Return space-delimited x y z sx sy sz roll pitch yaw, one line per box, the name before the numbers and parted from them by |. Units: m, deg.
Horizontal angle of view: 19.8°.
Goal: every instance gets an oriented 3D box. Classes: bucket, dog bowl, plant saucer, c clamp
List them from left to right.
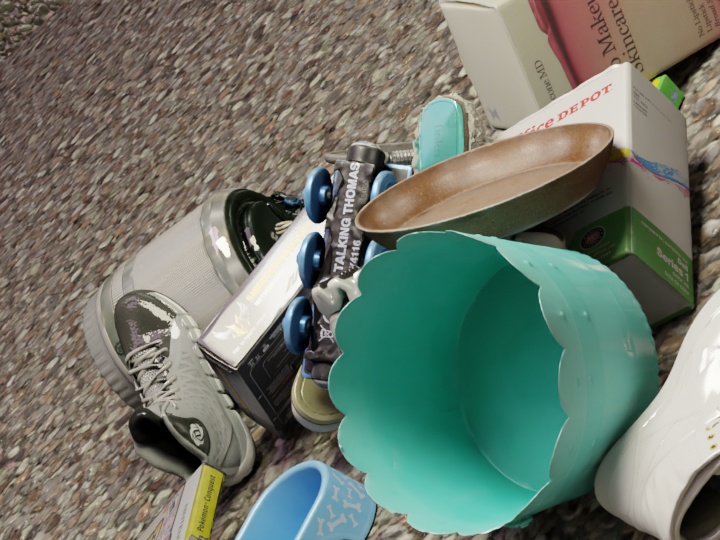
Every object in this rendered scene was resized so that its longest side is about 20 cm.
dog bowl | -0.064 0.233 1.610 0.111 0.050 0.200 -16 36 50
c clamp | 0.070 -0.103 1.767 0.199 0.027 0.171 -5 9 -4
plant saucer | 0.094 -0.055 1.503 0.200 0.035 0.200 -19 15 5
bucket | 0.092 0.073 1.393 0.207 0.135 0.208 0 90 40

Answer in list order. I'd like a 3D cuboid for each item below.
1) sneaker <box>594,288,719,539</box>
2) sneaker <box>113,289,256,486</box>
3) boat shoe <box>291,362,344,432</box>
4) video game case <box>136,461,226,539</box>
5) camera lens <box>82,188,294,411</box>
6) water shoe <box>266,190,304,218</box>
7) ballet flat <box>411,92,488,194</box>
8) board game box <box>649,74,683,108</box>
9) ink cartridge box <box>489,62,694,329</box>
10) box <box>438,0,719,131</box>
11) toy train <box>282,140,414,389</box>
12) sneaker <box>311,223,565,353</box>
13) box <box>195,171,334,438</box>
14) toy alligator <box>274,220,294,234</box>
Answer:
sneaker | 0.242 0.090 1.308 0.200 0.074 0.116 -56 25 0
sneaker | -0.174 0.102 1.798 0.075 0.200 0.115 -41 -16 23
boat shoe | 0.000 0.072 1.747 0.200 0.075 0.068 -49 -3 -39
video game case | -0.184 0.280 1.708 0.200 0.025 0.181 -49 18 33
camera lens | -0.140 0.031 1.931 0.200 0.160 0.160 -35 25 24
water shoe | -0.061 -0.043 2.023 0.200 0.079 0.072 -29 28 34
ballet flat | 0.072 -0.039 1.619 0.072 0.072 0.201 -11 66 54
board game box | 0.174 -0.084 1.759 0.200 0.029 0.135 -20 35 46
ink cartridge box | 0.173 -0.039 1.574 0.145 0.084 0.200 -30 38 34
box | 0.190 -0.215 1.747 0.200 0.128 0.109 -32 20 -17
toy train | 0.000 0.000 1.658 0.086 0.114 0.201 5 82 24
sneaker | 0.064 0.017 1.526 0.199 0.081 0.075 -18 1 25
box | -0.044 0.030 1.786 0.048 0.158 0.200 33 76 25
toy alligator | -0.024 -0.017 1.873 0.059 0.054 0.200 -17 -6 23
